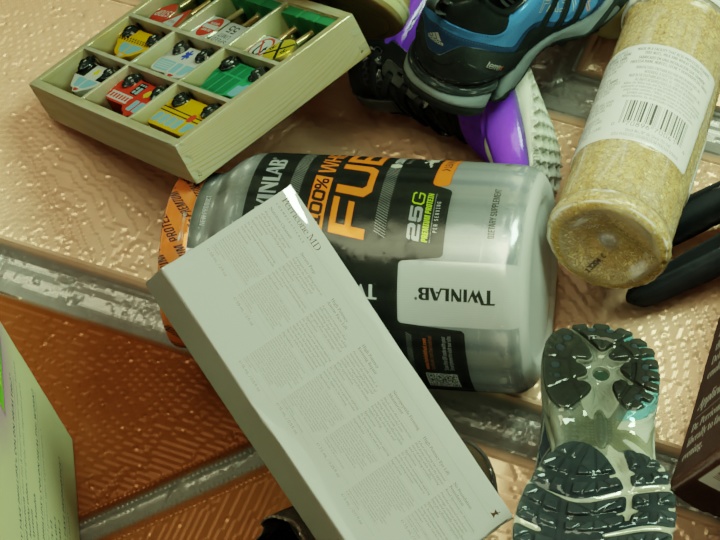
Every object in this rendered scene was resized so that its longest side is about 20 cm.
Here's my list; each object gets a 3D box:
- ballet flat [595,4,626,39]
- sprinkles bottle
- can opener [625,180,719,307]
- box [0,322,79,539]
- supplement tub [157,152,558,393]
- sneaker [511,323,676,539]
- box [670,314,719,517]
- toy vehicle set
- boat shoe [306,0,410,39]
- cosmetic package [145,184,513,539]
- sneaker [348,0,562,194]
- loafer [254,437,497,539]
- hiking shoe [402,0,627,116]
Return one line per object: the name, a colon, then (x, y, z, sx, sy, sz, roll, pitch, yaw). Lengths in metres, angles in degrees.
ballet flat: (0.141, -0.230, 1.534, 0.068, 0.063, 0.201, -7, 60, 7)
sprinkles bottle: (0.157, -0.082, 1.415, 0.068, 0.068, 0.200, 10, 48, 16)
can opener: (0.227, -0.039, 1.405, 0.200, 0.079, 0.063, -32, 51, 5)
box: (-0.209, 0.127, 1.315, 0.096, 0.200, 0.176, -11, 59, 4)
supplement tub: (0.000, 0.000, 1.393, 0.199, 0.123, 0.123, 3, 61, 12)
sneaker: (0.118, 0.121, 1.302, 0.077, 0.086, 0.200, 7, 41, 7)
box: (0.276, 0.032, 1.266, 0.164, 0.166, 0.200, 25, 64, -8)
toy vehicle set: (-0.094, -0.114, 1.470, 0.124, 0.027, 0.200, -38, 29, -17)
boat shoe: (-0.029, -0.182, 1.494, 0.063, 0.073, 0.201, -57, 31, -5)
cosmetic package: (-0.016, 0.065, 1.302, 0.082, 0.051, 0.200, -33, 89, -17)
sneaker: (0.047, -0.106, 1.483, 0.099, 0.070, 0.200, -22, 54, 5)
loafer: (-0.014, 0.150, 1.339, 0.200, 0.071, 0.073, -37, 60, -11)
hiking shoe: (0.101, -0.166, 1.416, 0.074, 0.087, 0.200, 31, 54, 16)
